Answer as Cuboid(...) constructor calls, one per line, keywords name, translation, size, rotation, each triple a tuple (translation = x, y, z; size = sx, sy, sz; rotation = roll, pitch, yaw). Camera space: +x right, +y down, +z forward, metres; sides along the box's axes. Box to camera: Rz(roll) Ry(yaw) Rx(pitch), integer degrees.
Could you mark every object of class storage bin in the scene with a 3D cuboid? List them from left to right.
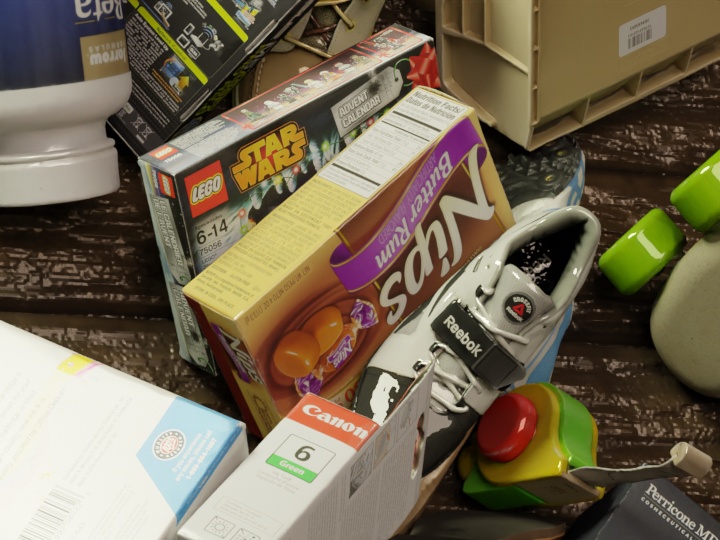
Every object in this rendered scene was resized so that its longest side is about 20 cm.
Cuboid(name="storage bin", translation=(0.152, -0.205, 1.799), size=(0.199, 0.200, 0.094), rotation=(-26, 43, -30))

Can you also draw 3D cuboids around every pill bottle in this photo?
Cuboid(name="pill bottle", translation=(-0.190, -0.142, 1.646), size=(0.110, 0.111, 0.202), rotation=(-11, 100, -25))

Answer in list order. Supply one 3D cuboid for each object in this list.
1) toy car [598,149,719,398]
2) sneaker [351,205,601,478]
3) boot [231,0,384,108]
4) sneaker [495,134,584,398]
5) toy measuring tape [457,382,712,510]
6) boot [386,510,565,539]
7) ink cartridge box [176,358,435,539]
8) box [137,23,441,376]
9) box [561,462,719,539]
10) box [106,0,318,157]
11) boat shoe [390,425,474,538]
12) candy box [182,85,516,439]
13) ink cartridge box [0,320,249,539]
Cuboid(name="toy car", translation=(0.279, -0.015, 1.793), size=(0.164, 0.158, 0.200), rotation=(48, 47, 3))
Cuboid(name="sneaker", translation=(0.067, 0.033, 1.633), size=(0.074, 0.089, 0.200), rotation=(39, 68, -1))
Cuboid(name="boot", translation=(-0.014, -0.170, 1.735), size=(0.072, 0.155, 0.201), rotation=(22, 59, -9))
Cuboid(name="sneaker", translation=(0.103, 0.000, 1.763), size=(0.073, 0.071, 0.201), rotation=(56, 37, -40))
Cuboid(name="toy measuring tape", translation=(0.128, 0.095, 1.648), size=(0.073, 0.199, 0.074), rotation=(10, 75, -39))
Cuboid(name="boot", translation=(0.062, 0.180, 1.628), size=(0.200, 0.073, 0.076), rotation=(-14, 104, -64))
Cuboid(name="ink cartridge box", translation=(-0.029, 0.131, 1.528), size=(0.050, 0.110, 0.200), rotation=(22, 41, 20))
Cuboid(name="box", translation=(-0.031, -0.043, 1.689), size=(0.199, 0.138, 0.040), rotation=(-30, 35, -30))
Cuboid(name="box", translation=(0.176, 0.252, 1.644), size=(0.200, 0.104, 0.182), rotation=(40, 60, 0))
Cuboid(name="box", translation=(-0.135, -0.191, 1.701), size=(0.200, 0.160, 0.044), rotation=(47, 20, 5))
Cuboid(name="boat shoe", translation=(0.002, 0.133, 1.654), size=(0.065, 0.072, 0.200), rotation=(32, 60, 7))
Cuboid(name="candy box", translation=(0.000, 0.000, 1.668), size=(0.200, 0.117, 0.056), rotation=(-40, 41, -21))
Cuboid(name="ink cartridge box", translation=(-0.172, 0.126, 1.524), size=(0.199, 0.126, 0.129), rotation=(22, 56, 21))
